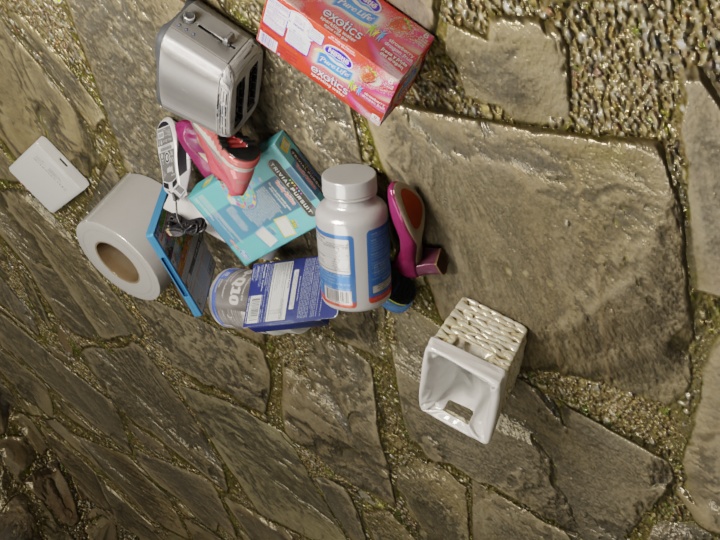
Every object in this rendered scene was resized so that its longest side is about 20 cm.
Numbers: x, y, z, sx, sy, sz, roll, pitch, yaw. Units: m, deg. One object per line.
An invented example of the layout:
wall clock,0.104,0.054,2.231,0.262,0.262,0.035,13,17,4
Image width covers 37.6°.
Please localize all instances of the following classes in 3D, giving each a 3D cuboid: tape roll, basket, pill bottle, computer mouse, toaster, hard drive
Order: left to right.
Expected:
hard drive,-0.643,-0.195,2.175,0.132,0.026,0.199,48,149,-16
tape roll,-0.419,-0.062,2.004,0.201,0.140,0.204,27,149,18
computer mouse,-0.301,-0.158,1.778,0.109,0.043,0.204,-4,93,55
toaster,-0.219,-0.281,1.525,0.128,0.114,0.201,30,147,9
pill bottle,-0.176,0.058,1.933,0.198,0.114,0.114,5,137,43
pill bottle,-0.011,-0.051,1.580,0.111,0.112,0.203,16,122,32
basket,0.181,0.157,1.679,0.134,0.124,0.201,26,149,17

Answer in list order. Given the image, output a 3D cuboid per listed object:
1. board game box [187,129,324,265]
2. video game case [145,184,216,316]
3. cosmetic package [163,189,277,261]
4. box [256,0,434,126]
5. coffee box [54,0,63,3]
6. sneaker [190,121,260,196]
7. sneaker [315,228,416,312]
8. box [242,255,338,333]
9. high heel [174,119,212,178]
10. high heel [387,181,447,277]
board game box,-0.154,-0.112,1.679,0.198,0.047,0.151,-26,115,32
video game case,-0.319,-0.037,1.897,0.018,0.144,0.201,-11,130,16
cosmetic package,-0.239,-0.082,1.840,0.198,0.051,0.082,28,-174,18
box,-0.020,-0.289,1.317,0.199,0.096,0.100,35,150,4
coffee box,-0.350,-0.493,1.290,0.200,0.198,0.199,47,148,-16
sneaker,-0.218,-0.184,1.609,0.201,0.073,0.088,54,139,45
sneaker,0.000,0.000,1.718,0.199,0.066,0.078,39,154,-2
box,-0.107,0.038,1.797,0.198,0.123,0.032,-8,153,33
high heel,-0.239,-0.165,1.759,0.096,0.067,0.201,26,159,50
high heel,0.055,-0.057,1.573,0.095,0.068,0.201,2,139,30
